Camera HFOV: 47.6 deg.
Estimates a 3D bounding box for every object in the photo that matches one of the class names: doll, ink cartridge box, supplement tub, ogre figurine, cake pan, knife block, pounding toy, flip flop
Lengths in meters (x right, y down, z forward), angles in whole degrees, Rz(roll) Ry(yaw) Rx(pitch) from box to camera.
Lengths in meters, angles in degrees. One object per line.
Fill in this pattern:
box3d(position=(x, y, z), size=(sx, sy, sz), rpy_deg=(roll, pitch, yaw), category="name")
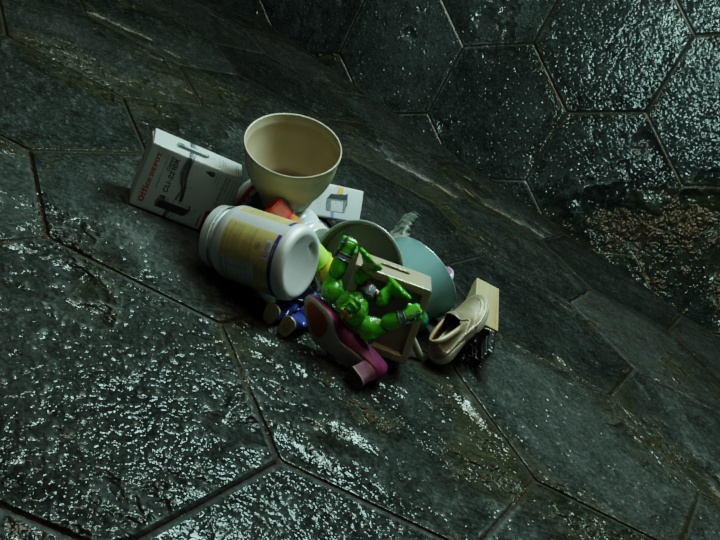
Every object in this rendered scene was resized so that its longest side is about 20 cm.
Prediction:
box3d(position=(-0.105, 0.076, 1.586), size=(0.136, 0.049, 0.199), rpy_deg=(39, 25, 13), category="doll")
box3d(position=(-0.361, -0.180, 1.689), size=(0.197, 0.146, 0.084), rpy_deg=(21, 22, -20), category="ink cartridge box")
box3d(position=(-0.176, -0.096, 1.751), size=(0.199, 0.142, 0.140), rpy_deg=(38, 22, 20), category="supplement tub")
box3d(position=(0.009, 0.047, 1.495), size=(0.200, 0.120, 0.098), rpy_deg=(43, 3, -15), category="ogre figurine")
box3d(position=(-0.113, -0.180, 2.040), size=(0.146, 0.087, 0.198), rpy_deg=(15, 7, 43), category="ink cartridge box")
box3d(position=(-0.192, -0.039, 1.547), size=(0.197, 0.148, 0.145), rpy_deg=(18, 15, 26), category="supplement tub")
box3d(position=(-0.003, -0.005, 1.699), size=(0.198, 0.202, 0.037), rpy_deg=(33, 13, 9), category="cake pan")
box3d(position=(0.273, 0.117, 1.834), size=(0.063, 0.203, 0.175), rpy_deg=(26, -9, -9), category="knife block")
box3d(position=(0.060, 0.086, 1.623), size=(0.196, 0.187, 0.142), rpy_deg=(19, 16, -1), category="pounding toy")
box3d(position=(0.000, 0.000, 1.751), size=(0.058, 0.196, 0.083), rpy_deg=(-35, 109, -70), category="flip flop")

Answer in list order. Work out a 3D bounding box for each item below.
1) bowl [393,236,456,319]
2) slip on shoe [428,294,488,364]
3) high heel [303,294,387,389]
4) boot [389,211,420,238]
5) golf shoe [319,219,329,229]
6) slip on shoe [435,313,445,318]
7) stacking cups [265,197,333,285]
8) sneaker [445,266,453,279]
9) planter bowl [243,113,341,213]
box3d(position=(0.103, 0.038, 1.796), size=(0.200, 0.202, 0.105), rpy_deg=(39, 61, 23), category="bowl")
box3d(position=(0.208, 0.112, 1.745), size=(0.075, 0.061, 0.200), rpy_deg=(15, 49, 44), category="slip on shoe")
box3d(position=(-0.029, 0.124, 1.521), size=(0.096, 0.067, 0.202), rpy_deg=(-21, 78, -54), category="high heel")
box3d(position=(0.107, -0.095, 2.049), size=(0.067, 0.132, 0.200), rpy_deg=(34, -6, -11), category="boot")
box3d(position=(-0.149, -0.111, 1.919), size=(0.197, 0.078, 0.088), rpy_deg=(26, 14, -13), category="golf shoe")
box3d(position=(0.137, 0.027, 1.903), size=(0.201, 0.060, 0.076), rpy_deg=(51, 26, -15), category="slip on shoe")
box3d(position=(-0.118, -0.055, 1.630), size=(0.200, 0.060, 0.061), rpy_deg=(48, 13, -23), category="stacking cups")
box3d(position=(0.159, 0.024, 2.030), size=(0.080, 0.089, 0.199), rpy_deg=(-38, 38, -22), category="sneaker")
box3d(position=(-0.146, -0.204, 1.667), size=(0.196, 0.136, 0.203), rpy_deg=(8, 45, -8), category="planter bowl")
